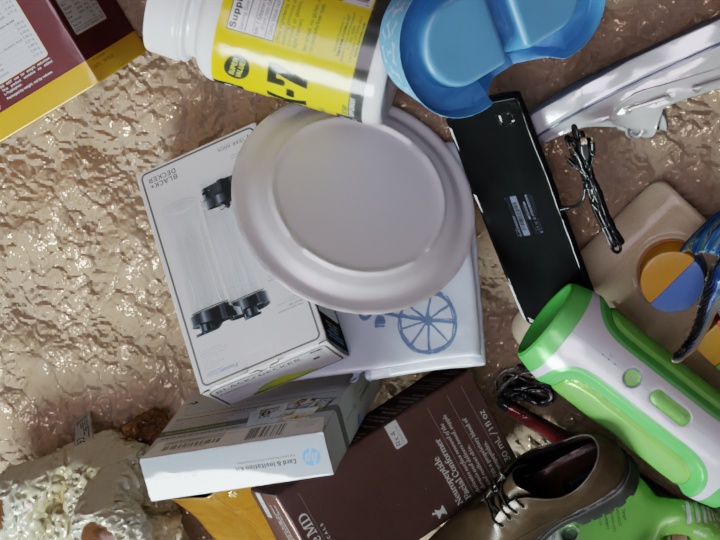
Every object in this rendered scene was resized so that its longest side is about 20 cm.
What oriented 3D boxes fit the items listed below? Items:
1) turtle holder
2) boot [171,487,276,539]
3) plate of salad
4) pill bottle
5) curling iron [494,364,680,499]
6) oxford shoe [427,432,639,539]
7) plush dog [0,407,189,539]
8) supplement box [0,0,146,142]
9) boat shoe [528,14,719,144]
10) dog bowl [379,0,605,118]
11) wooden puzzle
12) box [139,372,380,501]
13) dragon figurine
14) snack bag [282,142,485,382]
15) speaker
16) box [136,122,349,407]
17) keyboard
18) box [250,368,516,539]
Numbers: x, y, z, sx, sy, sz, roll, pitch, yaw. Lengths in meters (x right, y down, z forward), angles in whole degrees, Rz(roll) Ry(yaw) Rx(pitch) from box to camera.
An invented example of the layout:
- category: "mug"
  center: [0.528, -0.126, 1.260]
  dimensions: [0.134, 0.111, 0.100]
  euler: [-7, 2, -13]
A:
- category: "turtle holder"
  center: [0.202, 0.220, 1.650]
  dimensions: [0.185, 0.132, 0.141]
  euler: [-40, 54, 3]
- category: "boot"
  center: [-0.051, 0.187, 1.687]
  dimensions: [0.200, 0.071, 0.144]
  euler: [-20, 142, 21]
- category: "plate of salad"
  center: [-0.007, -0.051, 1.593]
  dimensions: [0.199, 0.201, 0.048]
  euler: [29, 149, 1]
- category: "pill bottle"
  center: [-0.064, -0.194, 1.587]
  dimensions: [0.199, 0.114, 0.115]
  euler: [16, 109, 7]
- category: "curling iron"
  center: [0.196, 0.147, 1.684]
  dimensions: [0.200, 0.026, 0.050]
  euler: [38, 113, -2]
- category: "oxford shoe"
  center: [0.117, 0.186, 1.578]
  dimensions: [0.200, 0.073, 0.084]
  euler: [-36, 141, 9]
- category: "plush dog"
  center: [-0.203, 0.231, 1.745]
  dimensions: [0.199, 0.160, 0.173]
  euler: [8, 127, 42]
- category: "supplement box"
  center: [-0.322, -0.205, 1.624]
  dimensions: [0.197, 0.133, 0.201]
  euler: [-28, 99, 18]
- category: "boat shoe"
  center: [0.221, -0.136, 1.570]
  dimensions: [0.199, 0.074, 0.066]
  euler: [-24, 96, 18]
- category: "dog bowl"
  center: [0.099, -0.197, 1.535]
  dimensions: [0.200, 0.050, 0.112]
  euler: [-33, 115, -22]
- category: "wooden puzzle"
  center: [0.251, 0.057, 1.636]
  dimensions: [0.200, 0.046, 0.185]
  euler: [44, 109, -4]
- category: "box"
  center: [-0.078, 0.124, 1.638]
  dimensions: [0.155, 0.200, 0.041]
  euler: [-10, 106, 14]
- category: "dragon figurine"
  center: [0.292, -0.016, 1.566]
  dimensions: [0.200, 0.059, 0.100]
  euler: [-36, 96, -11]
- category: "snack bag"
  center: [0.000, 0.000, 1.637]
  dimensions: [0.199, 0.021, 0.190]
  euler: [-9, 73, 14]
- category: "speaker"
  center: [0.223, 0.099, 1.576]
  dimensions: [0.200, 0.088, 0.089]
  euler: [38, 110, -5]
- category: "box"
  center: [-0.097, -0.004, 1.624]
  dimensions: [0.116, 0.060, 0.201]
  euler: [-24, 69, 11]
- category: "keyboard"
  center: [0.151, -0.050, 1.587]
  dimensions: [0.127, 0.021, 0.201]
  euler: [-7, 114, 39]
- category: "box"
  center: [0.022, 0.171, 1.637]
  dimensions: [0.199, 0.075, 0.100]
  euler: [-32, 99, -17]
